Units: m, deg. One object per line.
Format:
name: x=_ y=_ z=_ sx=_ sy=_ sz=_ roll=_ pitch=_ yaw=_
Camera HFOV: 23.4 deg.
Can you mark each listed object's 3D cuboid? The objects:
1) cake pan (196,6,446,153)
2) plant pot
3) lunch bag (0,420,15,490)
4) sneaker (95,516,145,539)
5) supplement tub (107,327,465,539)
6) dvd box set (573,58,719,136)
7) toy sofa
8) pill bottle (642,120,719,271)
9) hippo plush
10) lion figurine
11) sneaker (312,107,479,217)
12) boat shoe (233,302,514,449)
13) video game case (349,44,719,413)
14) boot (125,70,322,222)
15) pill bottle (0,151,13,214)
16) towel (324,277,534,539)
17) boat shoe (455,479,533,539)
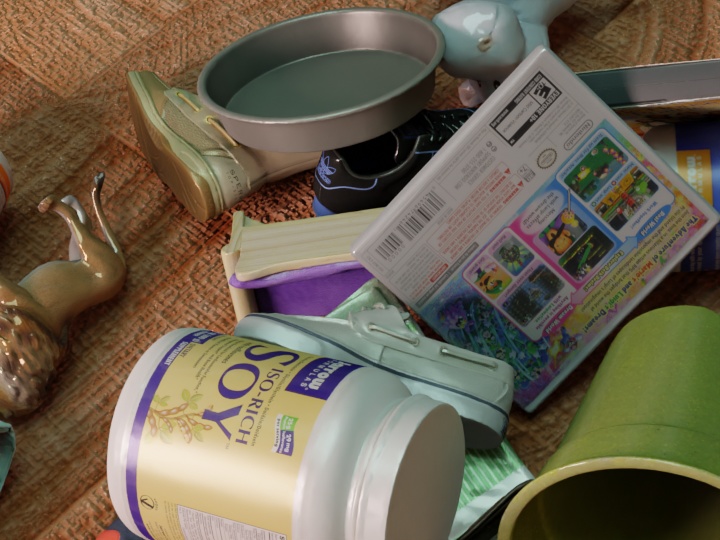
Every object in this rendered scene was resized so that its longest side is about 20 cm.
cake pan: x=-0.029 y=-0.150 z=1.376 sx=0.199 sy=0.037 sz=0.201 roll=-8 pitch=31 yaw=5
plant pot: x=0.205 y=0.128 z=1.139 sx=0.199 sy=0.201 sz=0.190 roll=5 pitch=41 yaw=16
lunch bag: x=-0.369 y=0.155 z=1.263 sx=0.170 sy=0.122 sz=0.200 roll=13 pitch=44 yaw=26
sneaker: x=-0.123 y=0.238 z=1.176 sx=0.084 sy=0.075 sz=0.200 roll=-32 pitch=43 yaw=-16
supplement tub: x=-0.047 y=0.124 z=1.127 sx=0.199 sy=0.146 sz=0.146 roll=11 pitch=55 yaw=24
dvd box set: x=0.241 y=-0.127 z=1.304 sx=0.146 sy=0.200 sz=0.030 roll=-3 pitch=88 yaw=28
toy sofa: x=0.000 y=0.000 z=1.317 sx=0.199 sy=0.083 sz=0.098 roll=-8 pitch=32 yaw=4
pill bottle: x=0.268 y=-0.056 z=1.302 sx=0.199 sy=0.112 sz=0.113 roll=-3 pitch=51 yaw=8
hippo plush: x=0.111 y=-0.218 z=1.462 sx=0.159 sy=0.200 sz=0.162 roll=11 pitch=80 yaw=42
lion figurine: x=-0.240 y=0.017 z=1.373 sx=0.123 sy=0.072 sz=0.200 roll=48 pitch=62 yaw=1
sneaker: x=0.054 y=-0.096 z=1.382 sx=0.199 sy=0.078 sz=0.070 roll=-24 pitch=60 yaw=-23
boat shoe: x=0.012 y=0.059 z=1.206 sx=0.199 sy=0.071 sz=0.070 roll=18 pitch=63 yaw=1
video game case: x=0.124 y=-0.026 z=1.237 sx=0.200 sy=0.182 sz=0.024 roll=-46 pitch=13 yaw=9
boot: x=-0.103 y=-0.128 z=1.463 sx=0.155 sy=0.073 sz=0.200 roll=-23 pitch=38 yaw=-16
pill bottle: x=-0.365 y=-0.017 z=1.399 sx=0.113 sy=0.114 sz=0.201 roll=5 pitch=53 yaw=15
towel: x=0.016 y=0.120 z=1.228 sx=0.152 sy=0.023 sz=0.200 roll=-34 pitch=75 yaw=-15
boat shoe: x=0.059 y=0.214 z=1.148 sx=0.200 sy=0.072 sz=0.072 roll=-38 pitch=42 yaw=-19
